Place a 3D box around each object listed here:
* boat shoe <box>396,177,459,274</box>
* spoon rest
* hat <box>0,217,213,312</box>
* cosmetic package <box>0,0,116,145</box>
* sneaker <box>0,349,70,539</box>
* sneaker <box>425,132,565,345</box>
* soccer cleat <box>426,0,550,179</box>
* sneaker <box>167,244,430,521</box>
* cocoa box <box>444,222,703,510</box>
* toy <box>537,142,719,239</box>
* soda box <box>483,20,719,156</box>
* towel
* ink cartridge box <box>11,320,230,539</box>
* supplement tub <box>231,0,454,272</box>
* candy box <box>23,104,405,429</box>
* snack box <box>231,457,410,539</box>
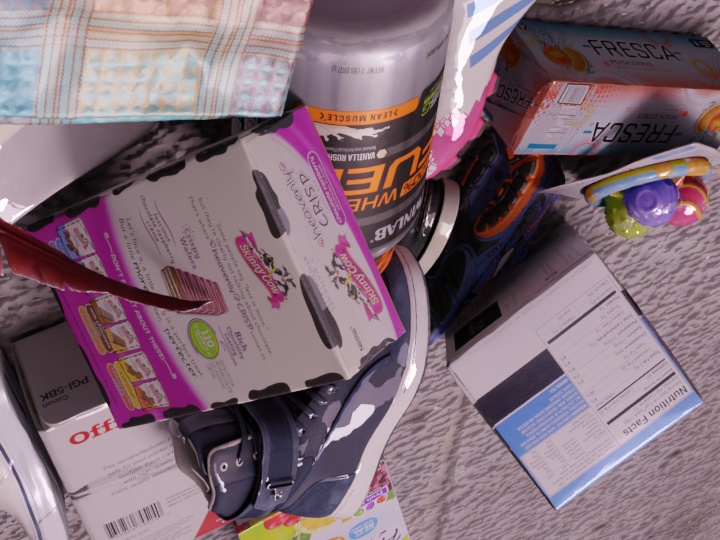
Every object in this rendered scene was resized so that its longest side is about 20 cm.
[{"bbox_3d":[0.000,0.002,0.906,0.065,0.075,0.200,18,140,-15],"label":"boat shoe"},{"bbox_3d":[-0.178,-0.076,0.698,0.199,0.061,0.099,-38,143,9],"label":"spoon rest"},{"bbox_3d":[-0.222,-0.036,0.661,0.175,0.164,0.203,-28,104,-40],"label":"hat"},{"bbox_3d":[-0.148,-0.153,0.598,0.199,0.106,0.071,-39,142,7],"label":"cosmetic package"},{"bbox_3d":[-0.254,0.130,0.878,0.070,0.073,0.202,-16,132,-6],"label":"sneaker"},{"bbox_3d":[0.086,-0.012,0.946,0.078,0.076,0.201,10,128,-45],"label":"sneaker"},{"bbox_3d":[0.055,-0.150,0.783,0.085,0.070,0.201,14,121,-28],"label":"soccer cleat"},{"bbox_3d":[-0.042,0.075,0.821,0.145,0.077,0.205,6,111,-34],"label":"sneaker"},{"bbox_3d":[0.150,0.064,0.945,0.133,0.132,0.200,-38,-176,7],"label":"cocoa box"},{"bbox_3d":[0.220,-0.052,0.934,0.114,0.048,0.199,-18,175,27],"label":"toy"},{"bbox_3d":[0.177,-0.124,0.886,0.198,0.069,0.064,-2,137,-33],"label":"soda box"},{"bbox_3d":[-0.107,-0.125,0.557,0.197,0.022,0.148,-5,135,-29],"label":"towel"},{"bbox_3d":[-0.147,0.111,0.907,0.145,0.083,0.201,-22,141,-13],"label":"ink cartridge box"},{"bbox_3d":[-0.016,-0.089,0.745,0.121,0.123,0.202,-16,140,-20],"label":"supplement tub"},{"bbox_3d":[-0.087,0.005,0.717,0.198,0.138,0.061,-15,-167,41],"label":"candy box"},{"bbox_3d":[-0.033,0.231,1.147,0.141,0.053,0.201,-25,143,-7],"label":"snack box"}]
